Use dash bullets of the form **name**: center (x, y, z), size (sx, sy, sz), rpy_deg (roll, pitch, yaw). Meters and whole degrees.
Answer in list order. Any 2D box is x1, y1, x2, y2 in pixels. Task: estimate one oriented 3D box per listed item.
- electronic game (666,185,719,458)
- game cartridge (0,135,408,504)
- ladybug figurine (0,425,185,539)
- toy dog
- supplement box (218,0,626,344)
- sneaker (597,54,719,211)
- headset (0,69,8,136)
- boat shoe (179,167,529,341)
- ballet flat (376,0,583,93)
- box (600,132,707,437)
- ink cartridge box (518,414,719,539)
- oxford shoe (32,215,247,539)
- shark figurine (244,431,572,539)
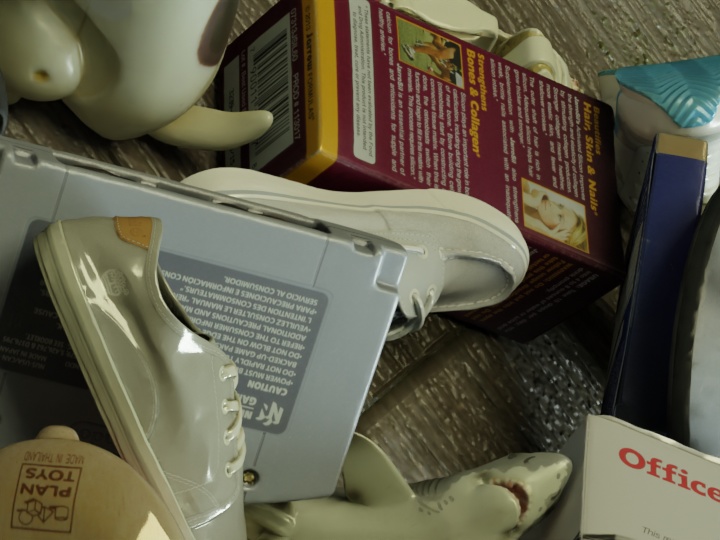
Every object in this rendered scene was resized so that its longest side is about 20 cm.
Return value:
- **electronic game**: center (0.188, 0.051, 1.376), size (0.200, 0.042, 0.200), rpy_deg (4, 90, -66)
- **game cartridge**: center (-0.091, 0.028, 1.175), size (0.200, 0.133, 0.042), rpy_deg (15, 15, -21)
- **ladybug figurine**: center (-0.119, 0.161, 1.085), size (0.072, 0.136, 0.200), rpy_deg (37, 58, -77)
- **toy dog**: center (-0.091, -0.148, 1.262), size (0.194, 0.200, 0.140), rpy_deg (50, 41, -5)
- **supplement box**: center (0.032, -0.053, 1.400), size (0.200, 0.086, 0.110), rpy_deg (21, 51, -32)
- **sneaker**: center (0.171, -0.073, 1.485), size (0.200, 0.076, 0.081), rpy_deg (-84, 168, -88)
- **headset**: center (-0.188, -0.059, 1.190), size (0.200, 0.094, 0.124), rpy_deg (48, 41, -13)
- **boat shoe**: center (0.000, 0.000, 1.297), size (0.200, 0.072, 0.069), rpy_deg (13, 42, -37)
- **ballet flat**: center (0.063, -0.109, 1.486), size (0.200, 0.064, 0.076), rpy_deg (18, 52, -35)
- **box**: center (0.141, 0.047, 1.393), size (0.032, 0.121, 0.200), rpy_deg (11, 62, 4)
- **ink cartridge box**: center (0.142, 0.179, 1.228), size (0.144, 0.084, 0.200), rpy_deg (23, 40, -12)
- **oxford shoe**: center (-0.071, 0.064, 1.134), size (0.075, 0.058, 0.200), rpy_deg (-125, -167, -73)
- **shark figurine**: center (-0.024, 0.098, 1.274), size (0.214, 0.128, 0.090), rpy_deg (23, 10, 3)
